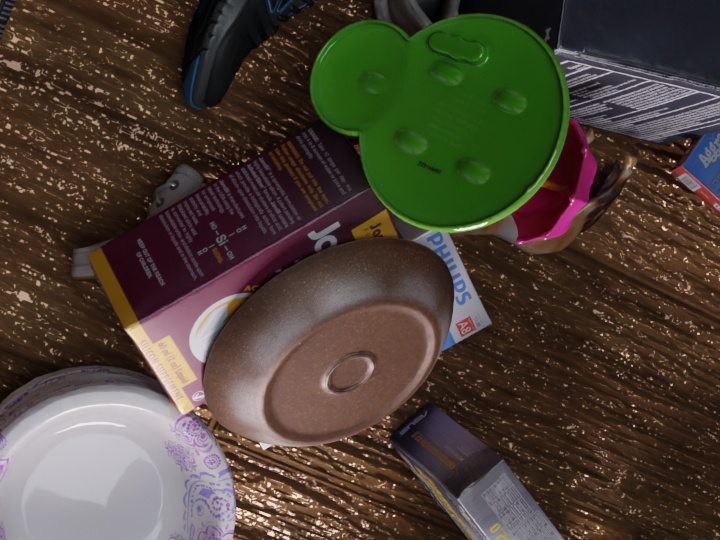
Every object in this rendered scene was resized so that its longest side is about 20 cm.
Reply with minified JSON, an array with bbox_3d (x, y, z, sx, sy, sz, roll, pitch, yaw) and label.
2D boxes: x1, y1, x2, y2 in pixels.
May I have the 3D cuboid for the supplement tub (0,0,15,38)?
[{"bbox_3d":[-0.297,-0.188,1.232,0.122,0.123,0.201,21,94,-21],"label":"supplement tub"}]

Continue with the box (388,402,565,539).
[{"bbox_3d":[0.118,0.210,1.438,0.048,0.158,0.200,-40,111,-6],"label":"box"}]

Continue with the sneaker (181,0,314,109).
[{"bbox_3d":[-0.066,-0.203,1.332,0.082,0.073,0.201,25,93,-20],"label":"sneaker"}]

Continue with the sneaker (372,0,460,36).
[{"bbox_3d":[0.056,-0.266,1.349,0.075,0.092,0.201,-6,103,-18],"label":"sneaker"}]

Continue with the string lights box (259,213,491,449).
[{"bbox_3d":[-0.014,0.038,1.381,0.199,0.059,0.103,-29,120,-1],"label":"string lights box"}]

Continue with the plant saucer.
[{"bbox_3d":[-0.014,0.063,1.302,0.200,0.037,0.201,-19,141,-16],"label":"plant saucer"}]

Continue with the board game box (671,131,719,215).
[{"bbox_3d":[0.335,-0.118,1.449,0.103,0.019,0.200,41,66,-8],"label":"board game box"}]

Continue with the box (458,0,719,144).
[{"bbox_3d":[0.193,-0.180,1.346,0.198,0.200,0.124,10,83,-21],"label":"box"}]

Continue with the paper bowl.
[{"bbox_3d":[-0.199,0.170,1.351,0.200,0.104,0.202,-4,103,-18],"label":"paper bowl"}]

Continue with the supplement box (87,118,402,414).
[{"bbox_3d":[-0.074,-0.003,1.289,0.200,0.086,0.110,-30,139,-4],"label":"supplement box"}]

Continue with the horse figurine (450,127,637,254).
[{"bbox_3d":[0.131,-0.060,1.427,0.199,0.050,0.133,12,123,-37],"label":"horse figurine"}]

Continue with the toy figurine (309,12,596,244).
[{"bbox_3d":[0.084,-0.086,1.283,0.151,0.200,0.184,-63,150,-2],"label":"toy figurine"}]

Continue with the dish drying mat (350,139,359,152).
[{"bbox_3d":[0.000,0.000,1.428,0.077,0.018,0.201,-17,106,-14],"label":"dish drying mat"}]

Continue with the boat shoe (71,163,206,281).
[{"bbox_3d":[-0.126,-0.045,1.353,0.199,0.071,0.070,-19,98,-16],"label":"boat shoe"}]
